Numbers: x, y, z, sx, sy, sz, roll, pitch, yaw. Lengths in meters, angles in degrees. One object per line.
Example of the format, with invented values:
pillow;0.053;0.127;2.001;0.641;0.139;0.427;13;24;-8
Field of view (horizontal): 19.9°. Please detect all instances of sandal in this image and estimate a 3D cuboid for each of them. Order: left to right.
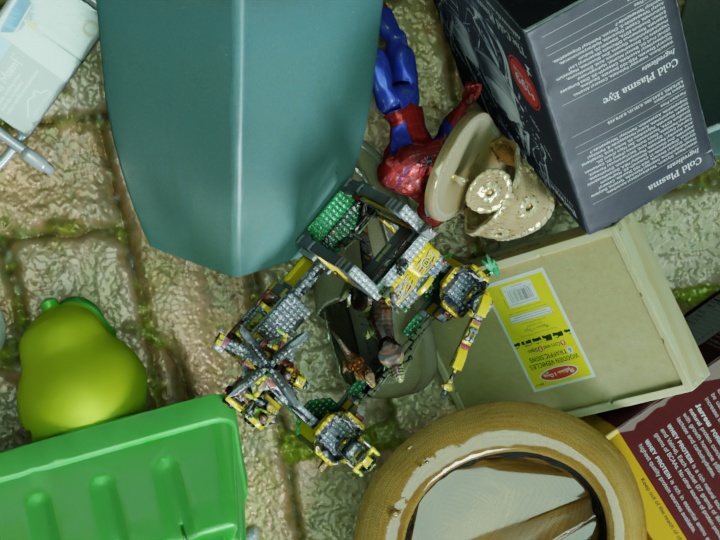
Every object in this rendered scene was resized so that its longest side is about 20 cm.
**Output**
sandal;0.100;-0.054;1.377;0.069;0.212;0.078;24;91;12

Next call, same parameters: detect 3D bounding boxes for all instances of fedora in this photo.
fedora;0.093;0.182;1.389;0.199;0.082;0.202;0;89;-3

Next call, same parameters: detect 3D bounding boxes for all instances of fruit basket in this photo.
fruit basket;-0.182;0.129;1.412;0.214;0.156;0.217;-1;55;2

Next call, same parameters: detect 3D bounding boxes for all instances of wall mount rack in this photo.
wall mount rack;-0.246;-0.164;1.383;0.173;0.075;0.201;35;89;-11

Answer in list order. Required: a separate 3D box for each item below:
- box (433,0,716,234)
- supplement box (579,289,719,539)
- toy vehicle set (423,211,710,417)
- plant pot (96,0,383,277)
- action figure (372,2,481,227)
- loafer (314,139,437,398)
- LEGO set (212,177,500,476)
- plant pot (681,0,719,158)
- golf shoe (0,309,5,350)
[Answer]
box;0.128;-0.161;1.350;0.104;0.200;0.183;-29;133;-4
supplement box;0.280;0.136;1.472;0.199;0.133;0.198;-34;100;-4
toy vehicle set;0.131;0.042;1.420;0.026;0.199;0.125;-37;104;-46
plant pot;-0.080;-0.108;1.364;0.141;0.141;0.201;-19;118;-44
action figure;0.039;-0.131;1.398;0.065;0.099;0.201;-12;86;-39
loafer;0.000;0.000;1.432;0.075;0.068;0.201;-14;101;32
LEGO set;0.007;0.041;1.336;0.200;0.116;0.154;-42;114;-8
plant pot;0.332;-0.181;1.426;0.194;0.196;0.202;6;85;-10
golf shoe;-0.339;0.039;1.375;0.199;0.092;0.076;8;116;-9
